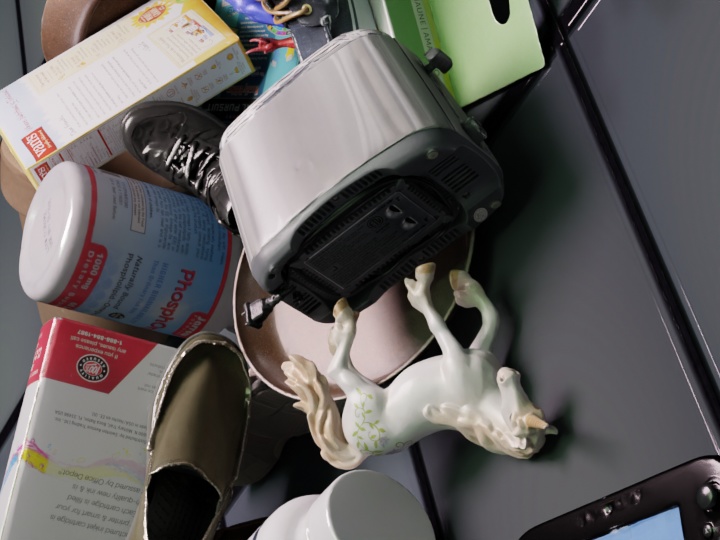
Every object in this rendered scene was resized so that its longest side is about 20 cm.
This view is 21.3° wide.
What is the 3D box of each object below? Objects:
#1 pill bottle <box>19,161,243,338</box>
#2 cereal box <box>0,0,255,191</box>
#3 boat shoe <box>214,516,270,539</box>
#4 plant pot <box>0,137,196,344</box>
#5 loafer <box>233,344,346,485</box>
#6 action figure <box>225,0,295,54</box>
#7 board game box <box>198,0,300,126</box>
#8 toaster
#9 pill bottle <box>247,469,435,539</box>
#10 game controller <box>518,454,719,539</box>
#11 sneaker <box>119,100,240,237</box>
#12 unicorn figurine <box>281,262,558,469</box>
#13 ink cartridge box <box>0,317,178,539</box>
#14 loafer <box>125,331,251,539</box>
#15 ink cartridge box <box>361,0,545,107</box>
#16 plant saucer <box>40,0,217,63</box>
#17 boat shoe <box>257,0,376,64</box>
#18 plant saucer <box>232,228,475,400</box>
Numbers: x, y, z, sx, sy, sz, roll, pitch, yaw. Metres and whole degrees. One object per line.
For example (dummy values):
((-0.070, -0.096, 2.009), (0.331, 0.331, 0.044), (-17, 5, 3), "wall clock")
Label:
((-0.155, -0.008, 1.485), (0.109, 0.198, 0.110), (-36, 46, 50), "pill bottle")
((-0.198, -0.149, 1.550), (0.199, 0.040, 0.144), (-32, 36, -6), "cereal box")
((-0.103, 0.228, 1.415), (0.200, 0.067, 0.073), (-37, 46, 49), "boat shoe")
((-0.213, -0.027, 1.647), (0.200, 0.198, 0.176), (-127, 39, -56), "plant pot")
((-0.065, 0.092, 1.416), (0.200, 0.071, 0.063), (-45, 33, 47), "loafer")
((-0.064, -0.201, 1.463), (0.052, 0.198, 0.066), (-56, -22, -35), "action figure")
((-0.066, -0.198, 1.562), (0.150, 0.047, 0.202), (7, 83, 55), "board game box")
((-0.010, -0.061, 1.256), (0.199, 0.113, 0.130), (-38, 50, 18), "toaster")
((-0.036, 0.217, 1.252), (0.200, 0.110, 0.112), (-49, 37, 39), "pill bottle")
((0.145, 0.170, 1.018), (0.200, 0.042, 0.105), (-35, 47, 51), "game controller")
((-0.095, -0.067, 1.447), (0.060, 0.198, 0.104), (-62, 5, 13), "sneaker")
((0.046, 0.069, 1.197), (0.199, 0.073, 0.139), (-31, 66, 38), "unicorn figurine")
((-0.178, 0.151, 1.358), (0.083, 0.144, 0.202), (157, 128, -70), "ink cartridge box")
((-0.111, 0.135, 1.295), (0.070, 0.074, 0.202), (139, 144, -64), "loafer")
((0.036, -0.176, 1.329), (0.200, 0.048, 0.147), (-23, 81, 58), "ink cartridge box")
((-0.176, -0.217, 1.645), (0.035, 0.199, 0.201), (51, 123, 36), "plant saucer")
((-0.049, -0.196, 1.325), (0.071, 0.090, 0.203), (-4, 96, 56), "boat shoe")
((0.000, 0.000, 1.314), (0.199, 0.032, 0.202), (-19, 56, 30), "plant saucer")
